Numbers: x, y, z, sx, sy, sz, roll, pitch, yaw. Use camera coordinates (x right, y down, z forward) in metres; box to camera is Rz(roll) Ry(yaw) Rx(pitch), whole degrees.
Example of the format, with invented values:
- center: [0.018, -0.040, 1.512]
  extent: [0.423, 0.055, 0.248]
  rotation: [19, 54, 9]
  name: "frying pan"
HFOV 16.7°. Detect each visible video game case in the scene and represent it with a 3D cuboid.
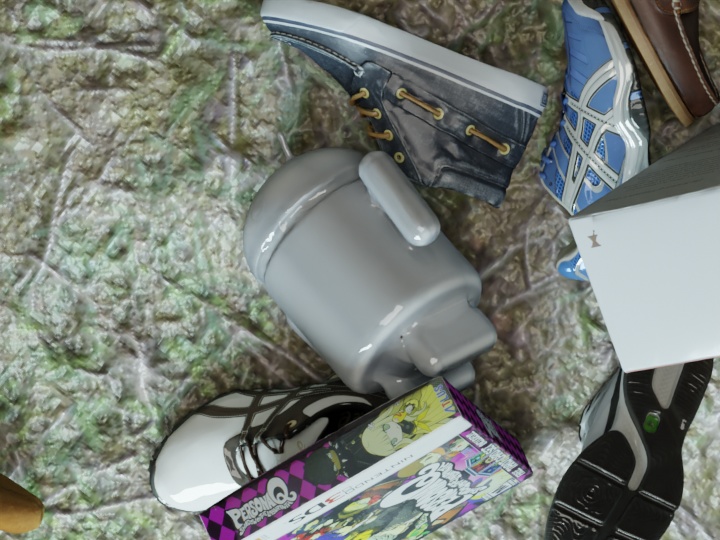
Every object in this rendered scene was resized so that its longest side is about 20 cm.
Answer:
- center: [0.009, 0.146, 1.614]
  extent: [0.181, 0.200, 0.036]
  rotation: [-30, 68, 7]
  name: "video game case"

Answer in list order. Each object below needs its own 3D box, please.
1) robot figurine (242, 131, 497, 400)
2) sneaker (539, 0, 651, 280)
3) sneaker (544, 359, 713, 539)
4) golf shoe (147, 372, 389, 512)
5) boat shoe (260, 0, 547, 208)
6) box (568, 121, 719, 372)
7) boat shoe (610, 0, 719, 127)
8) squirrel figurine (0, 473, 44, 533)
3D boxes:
- center: [0.000, 0.000, 1.608]
  extent: [0.200, 0.113, 0.170]
  rotation: [49, 134, 20]
  name: "robot figurine"
- center: [0.153, -0.086, 1.620]
  extent: [0.077, 0.076, 0.201]
  rotation: [-10, 95, 6]
  name: "sneaker"
- center: [0.171, 0.137, 1.628]
  extent: [0.075, 0.115, 0.201]
  rotation: [26, 67, 3]
  name: "sneaker"
- center: [-0.055, 0.117, 1.660]
  extent: [0.199, 0.095, 0.078]
  rotation: [-22, 100, 8]
  name: "golf shoe"
- center: [0.018, -0.112, 1.619]
  extent: [0.199, 0.071, 0.091]
  rotation: [20, 92, -2]
  name: "boat shoe"
- center: [0.255, -0.030, 1.539]
  extent: [0.152, 0.200, 0.107]
  rotation: [-12, 103, 43]
  name: "box"
- center: [0.189, -0.194, 1.600]
  extent: [0.070, 0.070, 0.201]
  rotation: [-28, 98, 9]
  name: "boat shoe"
- center: [-0.351, 0.207, 1.688]
  extent: [0.199, 0.141, 0.187]
  rotation: [32, 111, 11]
  name: "squirrel figurine"
